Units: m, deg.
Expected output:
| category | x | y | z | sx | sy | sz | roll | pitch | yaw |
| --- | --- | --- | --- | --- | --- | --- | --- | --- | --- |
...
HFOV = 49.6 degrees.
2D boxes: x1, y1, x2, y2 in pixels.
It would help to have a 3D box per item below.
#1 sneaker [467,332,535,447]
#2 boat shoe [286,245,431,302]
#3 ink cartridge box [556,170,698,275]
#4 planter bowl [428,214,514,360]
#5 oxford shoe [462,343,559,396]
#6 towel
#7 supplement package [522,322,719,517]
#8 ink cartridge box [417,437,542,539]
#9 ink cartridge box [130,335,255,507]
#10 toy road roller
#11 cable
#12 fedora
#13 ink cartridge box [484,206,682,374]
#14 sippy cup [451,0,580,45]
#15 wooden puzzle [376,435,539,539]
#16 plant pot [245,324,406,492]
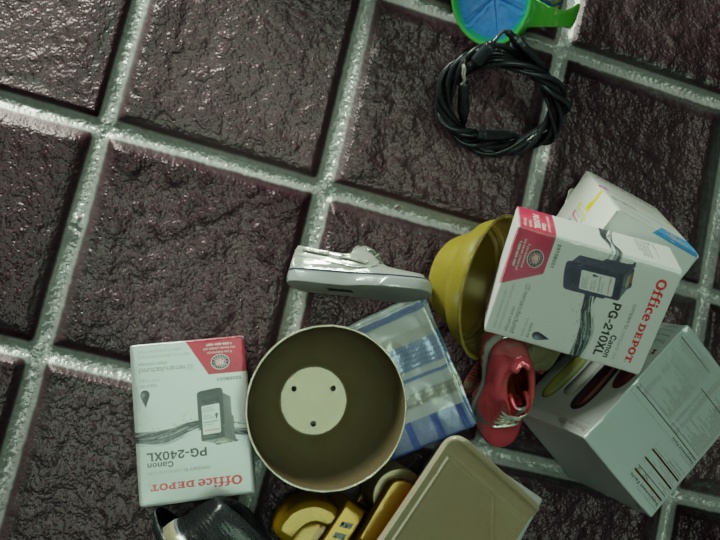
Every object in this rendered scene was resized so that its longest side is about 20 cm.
| category | x | y | z | sx | sy | sz | roll | pitch | yaw |
| --- | --- | --- | --- | --- | --- | --- | --- | --- | --- |
| sneaker | 0.190 | 0.172 | 1.028 | 0.073 | 0.087 | 0.201 | -9 | 124 | -9 |
| boat shoe | 0.000 | 0.000 | 1.050 | 0.199 | 0.072 | 0.066 | 4 | 71 | 18 |
| ink cartridge box | 0.348 | -0.038 | 1.082 | 0.128 | 0.200 | 0.126 | 27 | 112 | -8 |
| planter bowl | 0.149 | 0.015 | 1.068 | 0.083 | 0.200 | 0.201 | 14 | 79 | 33 |
| oxford shoe | 0.235 | 0.126 | 1.105 | 0.200 | 0.070 | 0.075 | -37 | 103 | -7 |
| towel | 0.059 | 0.147 | 1.068 | 0.146 | 0.024 | 0.201 | -23 | 89 | 7 |
| supplement package | 0.356 | 0.184 | 1.053 | 0.200 | 0.191 | 0.147 | -44 | 102 | -12 |
| ink cartridge box | 0.129 | 0.349 | 1.053 | 0.144 | 0.085 | 0.201 | 34 | 78 | -7 |
| ink cartridge box | -0.213 | 0.190 | 0.999 | 0.144 | 0.083 | 0.201 | -4 | 85 | -11 |
| toy road roller | -0.025 | 0.319 | 1.004 | 0.146 | 0.123 | 0.200 | 36 | 79 | -6 |
| cable | 0.203 | -0.230 | 1.101 | 0.163 | 0.051 | 0.200 | -40 | 122 | 19 |
| fedora | -0.158 | 0.340 | 0.941 | 0.092 | 0.201 | 0.201 | -40 | 93 | -9 |
| ink cartridge box | 0.268 | 0.024 | 0.958 | 0.199 | 0.084 | 0.145 | 16 | 113 | 3 |
| sippy cup | 0.221 | -0.396 | 1.113 | 0.130 | 0.139 | 0.178 | -25 | 85 | -42 |
| wooden puzzle | 0.112 | 0.328 | 0.972 | 0.185 | 0.037 | 0.200 | 44 | 80 | -25 |
| plant pot | -0.052 | 0.172 | 1.007 | 0.199 | 0.134 | 0.202 | 1 | 85 | -11 |
